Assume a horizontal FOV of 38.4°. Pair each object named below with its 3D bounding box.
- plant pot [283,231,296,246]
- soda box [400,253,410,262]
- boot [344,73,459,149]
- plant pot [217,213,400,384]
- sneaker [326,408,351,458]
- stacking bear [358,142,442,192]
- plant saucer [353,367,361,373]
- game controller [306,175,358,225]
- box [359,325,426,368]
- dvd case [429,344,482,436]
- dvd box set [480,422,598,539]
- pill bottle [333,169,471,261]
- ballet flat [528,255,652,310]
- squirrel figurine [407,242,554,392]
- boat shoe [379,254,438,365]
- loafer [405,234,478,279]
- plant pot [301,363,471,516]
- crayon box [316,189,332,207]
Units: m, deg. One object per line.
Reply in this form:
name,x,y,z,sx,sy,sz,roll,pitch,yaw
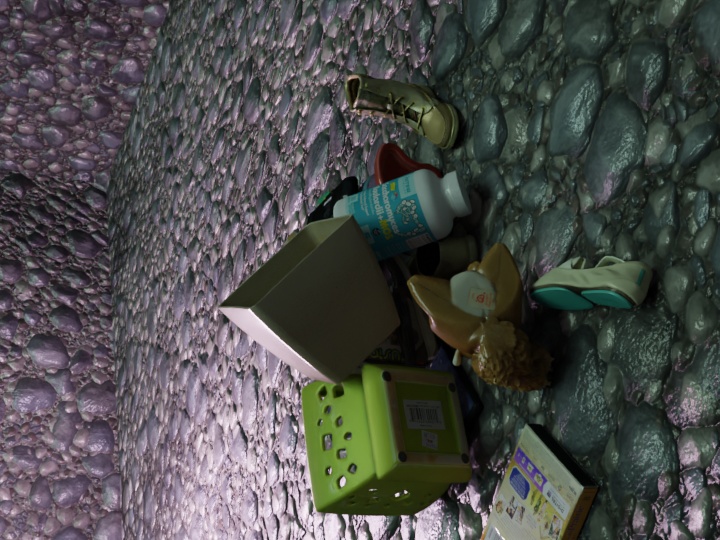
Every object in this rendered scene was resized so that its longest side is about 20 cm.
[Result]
plant pot,-0.111,0.029,1.895,0.200,0.027,0.202,166,90,-84
soda box,0.000,0.000,1.721,0.063,0.199,0.069,19,101,40
boot,0.066,-0.266,1.705,0.073,0.154,0.200,-69,29,27
plant pot,-0.061,0.055,1.520,0.200,0.177,0.200,-42,13,-17
sneaker,-0.040,0.256,1.896,0.200,0.079,0.130,110,166,-49
stacking bear,0.033,-0.102,1.748,0.200,0.121,0.114,-46,22,51
plant saucer,0.017,0.153,1.758,0.200,0.050,0.202,-6,-90,-79
game controller,-0.050,-0.085,1.769,0.200,0.042,0.105,-38,36,59
box,0.011,0.102,1.673,0.035,0.199,0.111,-36,51,53
dvd case,0.121,0.237,1.620,0.201,0.017,0.143,-67,31,29
dvd box set,0.229,0.324,1.354,0.146,0.029,0.201,49,126,57
pill bottle,0.066,-0.087,1.586,0.199,0.111,0.111,-20,56,13
ballet flat,0.287,0.014,1.289,0.200,0.069,0.070,0,83,63
squirrel figurine,0.166,0.090,1.394,0.201,0.141,0.187,59,171,24
boat shoe,0.062,0.056,1.657,0.072,0.064,0.201,136,112,-76
loafer,0.112,-0.015,1.646,0.200,0.067,0.077,-34,53,58
plant pot,0.045,0.244,1.535,0.181,0.199,0.200,-36,54,46
crayon box,-0.011,-0.037,1.853,0.058,0.118,0.202,-37,51,57
